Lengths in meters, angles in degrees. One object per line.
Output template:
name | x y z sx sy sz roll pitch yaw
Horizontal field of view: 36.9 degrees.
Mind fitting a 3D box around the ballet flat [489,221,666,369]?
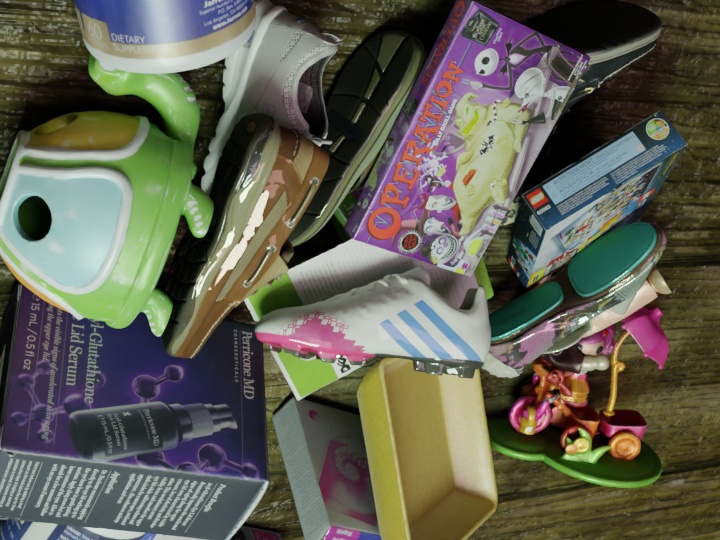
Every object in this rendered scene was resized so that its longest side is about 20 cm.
ballet flat | 0.206 0.028 1.010 0.200 0.069 0.071 -35 125 19

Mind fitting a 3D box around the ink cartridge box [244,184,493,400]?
ink cartridge box | 0.000 0.000 0.931 0.199 0.076 0.148 -27 133 -5

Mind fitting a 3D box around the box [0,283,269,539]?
box | -0.179 0.111 0.829 0.199 0.148 0.104 10 138 -22

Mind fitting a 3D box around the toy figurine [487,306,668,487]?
toy figurine | 0.241 0.107 1.136 0.199 0.150 0.185 9 108 -6

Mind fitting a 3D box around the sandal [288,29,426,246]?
sandal | -0.009 -0.095 0.854 0.201 0.080 0.057 -49 146 12

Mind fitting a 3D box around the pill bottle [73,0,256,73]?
pill bottle | -0.130 -0.232 0.653 0.115 0.116 0.201 -17 130 -16

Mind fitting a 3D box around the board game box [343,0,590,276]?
board game box | 0.082 -0.098 0.836 0.120 0.032 0.200 18 110 -26

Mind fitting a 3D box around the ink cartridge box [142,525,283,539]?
ink cartridge box | -0.182 0.301 1.084 0.200 0.042 0.119 22 112 -41

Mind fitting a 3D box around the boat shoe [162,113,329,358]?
boat shoe | -0.083 -0.015 0.773 0.074 0.076 0.200 16 123 -25

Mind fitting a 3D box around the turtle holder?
turtle holder | -0.177 -0.053 0.747 0.131 0.141 0.186 18 129 -21

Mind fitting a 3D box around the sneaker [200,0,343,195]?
sneaker | -0.063 -0.092 0.796 0.075 0.082 0.201 -46 151 -57

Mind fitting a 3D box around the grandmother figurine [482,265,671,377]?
grandmother figurine | 0.205 0.048 1.071 0.200 0.122 0.061 -31 162 14

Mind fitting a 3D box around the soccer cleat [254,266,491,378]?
soccer cleat | 0.013 0.036 0.878 0.199 0.070 0.087 8 85 -19

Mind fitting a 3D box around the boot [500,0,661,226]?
boot | 0.160 -0.133 0.924 0.203 0.074 0.154 -24 137 -11

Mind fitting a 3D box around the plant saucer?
plant saucer | 0.059 0.159 1.007 0.200 0.048 0.201 -18 101 -60

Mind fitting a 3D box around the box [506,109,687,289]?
box | 0.201 -0.056 0.955 0.136 0.038 0.200 -32 166 -5

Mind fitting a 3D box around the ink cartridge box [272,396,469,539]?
ink cartridge box | 0.021 0.228 1.029 0.196 0.200 0.043 22 124 -39

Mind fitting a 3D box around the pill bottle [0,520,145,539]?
pill bottle | -0.244 0.213 0.933 0.111 0.111 0.200 24 111 -39
